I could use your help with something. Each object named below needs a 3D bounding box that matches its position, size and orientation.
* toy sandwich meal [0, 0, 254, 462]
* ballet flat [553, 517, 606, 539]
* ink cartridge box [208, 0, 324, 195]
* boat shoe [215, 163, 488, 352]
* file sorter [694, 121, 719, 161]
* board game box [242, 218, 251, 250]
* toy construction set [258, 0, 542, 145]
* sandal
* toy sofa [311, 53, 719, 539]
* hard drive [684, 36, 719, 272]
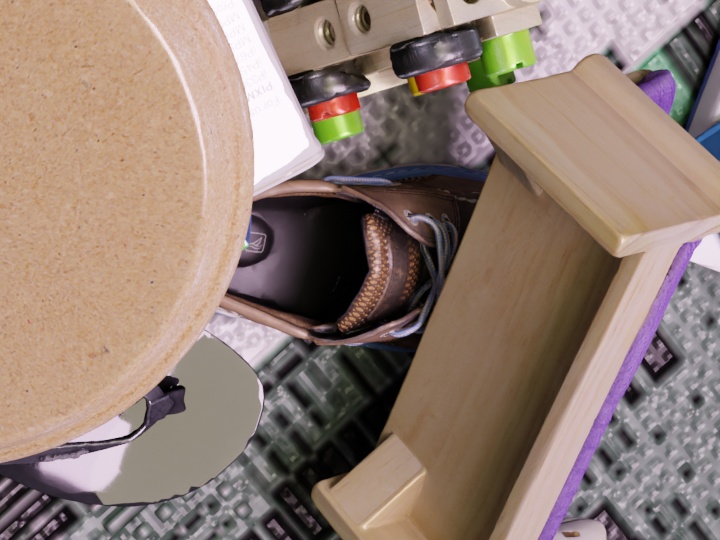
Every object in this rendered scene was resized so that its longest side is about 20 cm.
[{"bbox_3d":[-0.130,-0.037,0.770,0.204,0.070,0.206,-1,112,-3],"label":"toy sandwich meal"},{"bbox_3d":[0.094,0.132,1.076,0.199,0.067,0.063,29,63,-26],"label":"ballet flat"},{"bbox_3d":[-0.105,-0.115,0.897,0.083,0.145,0.201,-29,109,-11],"label":"ink cartridge box"},{"bbox_3d":[0.000,0.000,0.998,0.199,0.072,0.073,1,100,-20],"label":"boat shoe"},{"bbox_3d":[0.248,-0.033,1.021,0.199,0.139,0.123,-33,114,-11],"label":"file sorter"},{"bbox_3d":[-0.143,-0.054,0.816,0.135,0.034,0.200,-34,106,9],"label":"board game box"},{"bbox_3d":[0.036,-0.101,0.917,0.131,0.200,0.093,-19,80,-35],"label":"toy construction set"},{"bbox_3d":[-0.128,0.041,0.977,0.199,0.043,0.077,14,96,-22],"label":"sandal"},{"bbox_3d":[0.067,0.029,0.953,0.097,0.083,0.201,-13,137,-39],"label":"toy sofa"},{"bbox_3d":[0.205,-0.083,1.080,0.131,0.025,0.201,19,94,-23],"label":"hard drive"}]
